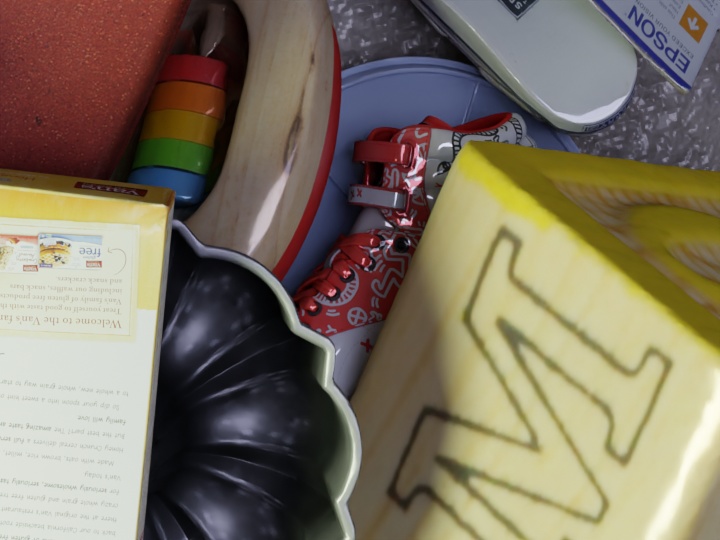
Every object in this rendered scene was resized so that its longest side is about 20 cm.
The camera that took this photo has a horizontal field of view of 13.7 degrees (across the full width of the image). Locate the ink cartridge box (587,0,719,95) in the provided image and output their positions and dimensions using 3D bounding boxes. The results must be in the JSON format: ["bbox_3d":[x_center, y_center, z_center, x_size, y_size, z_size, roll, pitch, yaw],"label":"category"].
[{"bbox_3d":[0.108,-0.205,1.341,0.200,0.041,0.200,43,56,-18],"label":"ink cartridge box"}]

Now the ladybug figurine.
[{"bbox_3d":[-0.065,-0.050,1.277,0.072,0.136,0.200,30,71,-50],"label":"ladybug figurine"}]

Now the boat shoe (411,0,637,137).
[{"bbox_3d":[0.049,-0.141,1.343,0.072,0.066,0.200,-44,86,-10],"label":"boat shoe"}]

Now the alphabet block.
[{"bbox_3d":[0.122,0.082,1.238,0.195,0.196,0.200,3,118,-42],"label":"alphabet block"}]

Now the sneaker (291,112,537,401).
[{"bbox_3d":[0.000,0.000,1.299,0.201,0.067,0.108,-23,101,-21],"label":"sneaker"}]

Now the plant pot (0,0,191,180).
[{"bbox_3d":[-0.174,-0.125,1.199,0.200,0.200,0.177,3,104,-21],"label":"plant pot"}]

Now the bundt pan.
[{"bbox_3d":[-0.098,0.070,1.189,0.201,0.076,0.202,0,100,0],"label":"bundt pan"}]

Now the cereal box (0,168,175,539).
[{"bbox_3d":[-0.150,0.061,1.130,0.144,0.040,0.201,7,102,-1],"label":"cereal box"}]

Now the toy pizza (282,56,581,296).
[{"bbox_3d":[0.021,0.003,1.359,0.200,0.032,0.201,-2,95,-21],"label":"toy pizza"}]
